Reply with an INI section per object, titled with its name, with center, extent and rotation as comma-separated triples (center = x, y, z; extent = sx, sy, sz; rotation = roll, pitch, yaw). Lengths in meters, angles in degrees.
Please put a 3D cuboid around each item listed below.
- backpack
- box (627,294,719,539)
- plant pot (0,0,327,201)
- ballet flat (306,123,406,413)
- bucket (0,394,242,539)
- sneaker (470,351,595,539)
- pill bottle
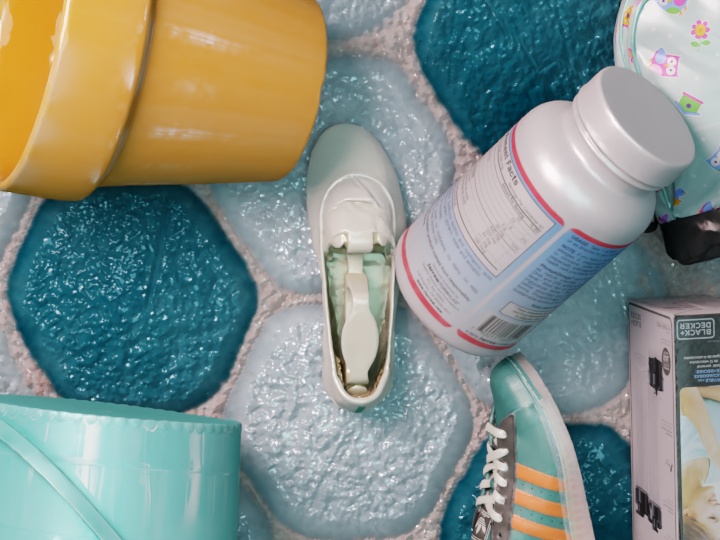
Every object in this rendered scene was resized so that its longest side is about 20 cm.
[backpack]
center = 0.250, -0.119, 1.339
extent = 0.167, 0.127, 0.200
rotation = -20, 94, 0
[box]
center = 0.228, 0.121, 1.365
extent = 0.060, 0.117, 0.200
rotation = -2, 94, -8
[plant pot]
center = -0.128, -0.134, 1.280
extent = 0.183, 0.200, 0.200
rotation = 10, 95, -23
[ballet flat]
center = 0.000, 0.000, 1.356
extent = 0.069, 0.069, 0.200
rotation = -2, 95, -5
[bucket]
center = -0.172, 0.155, 1.291
extent = 0.207, 0.207, 0.135
rotation = 6, 88, -6
[sneaker]
center = 0.111, 0.160, 1.379
extent = 0.080, 0.071, 0.200
rotation = -16, 98, -8
[pill bottle]
center = 0.120, -0.040, 1.300
extent = 0.109, 0.109, 0.200
rotation = 42, 124, -8
